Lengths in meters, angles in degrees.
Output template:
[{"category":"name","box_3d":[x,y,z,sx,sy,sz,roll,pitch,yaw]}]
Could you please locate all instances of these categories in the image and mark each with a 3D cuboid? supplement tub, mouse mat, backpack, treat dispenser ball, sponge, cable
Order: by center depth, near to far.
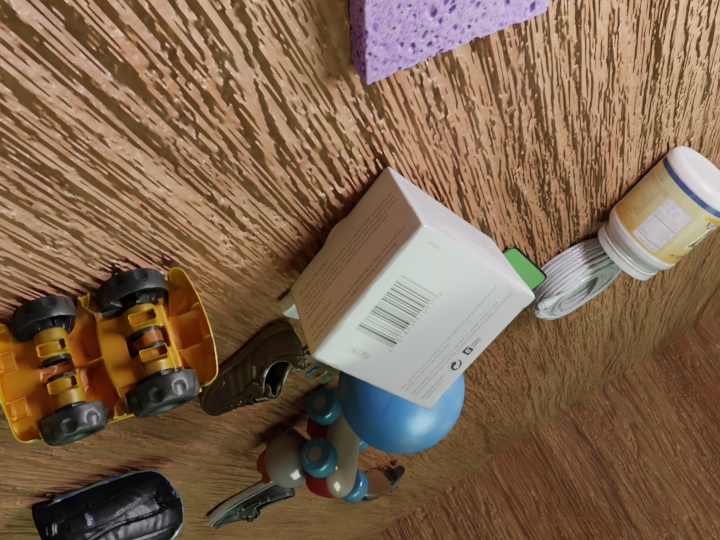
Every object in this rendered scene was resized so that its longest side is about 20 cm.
[{"category":"sponge","box_3d":[0.083,-0.241,0.620,0.198,0.030,0.112,-26,154,-13]},{"category":"backpack","box_3d":[-0.371,0.390,1.102,0.198,0.164,0.154,-27,163,-25]},{"category":"treat dispenser ball","box_3d":[0.063,0.183,1.127,0.198,0.202,0.202,-25,154,-13]},{"category":"supplement tub","box_3d":[0.519,-0.094,1.228,0.143,0.145,0.201,-5,144,-43]},{"category":"mouse mat","box_3d":[0.224,0.047,1.266,0.200,0.008,0.160,-42,141,14]},{"category":"cable","box_3d":[0.415,0.019,1.400,0.199,0.070,0.200,-39,154,12]}]

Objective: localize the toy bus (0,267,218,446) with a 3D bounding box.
[{"category":"toy bus","box_3d":[-0.262,0.101,0.751,0.197,0.138,0.192,-18,167,-22]}]

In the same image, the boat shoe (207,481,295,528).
[{"category":"boat shoe","box_3d":[-0.232,0.502,1.541,0.198,0.057,0.069,-29,154,-6]}]

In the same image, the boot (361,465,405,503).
[{"category":"boot","box_3d":[0.038,0.611,2.021,0.198,0.071,0.147,-8,148,-39]}]

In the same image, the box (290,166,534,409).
[{"category":"box","box_3d":[0.057,0.026,0.848,0.198,0.131,0.200,28,113,-33]}]

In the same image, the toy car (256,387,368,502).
[{"category":"toy car","box_3d":[-0.104,0.323,1.310,0.197,0.179,0.185,-8,146,20]}]

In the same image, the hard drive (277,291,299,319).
[{"category":"hard drive","box_3d":[0.000,0.000,0.954,0.199,0.026,0.131,-40,153,16]}]

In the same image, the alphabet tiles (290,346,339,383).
[{"category":"alphabet tiles","box_3d":[-0.021,0.128,1.178,0.165,0.006,0.200,-36,154,7]}]

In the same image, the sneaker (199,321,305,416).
[{"category":"sneaker","box_3d":[-0.153,0.158,1.004,0.200,0.076,0.070,-46,151,26]}]
